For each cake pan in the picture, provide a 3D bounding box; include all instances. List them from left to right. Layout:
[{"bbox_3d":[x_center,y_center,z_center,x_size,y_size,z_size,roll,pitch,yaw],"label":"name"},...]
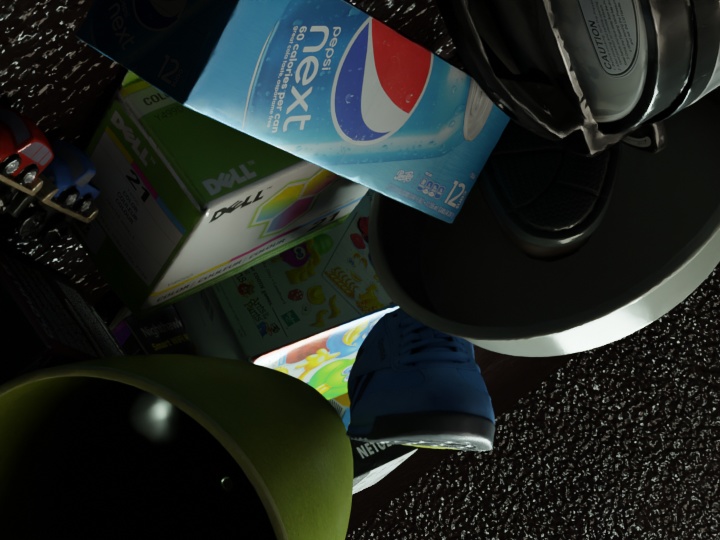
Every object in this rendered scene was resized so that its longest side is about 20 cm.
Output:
[{"bbox_3d":[0.100,-0.039,0.831,0.200,0.200,0.037,-37,132,0],"label":"cake pan"}]

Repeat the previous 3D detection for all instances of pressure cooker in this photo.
[{"bbox_3d":[0.115,-0.153,0.716,0.200,0.176,0.179,-32,169,-17],"label":"pressure cooker"}]

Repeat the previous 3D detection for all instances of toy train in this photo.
[{"bbox_3d":[-0.152,-0.047,0.708,0.046,0.034,0.200,-49,167,0],"label":"toy train"}]

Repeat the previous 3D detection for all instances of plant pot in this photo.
[{"bbox_3d":[-0.080,0.115,0.837,0.187,0.187,0.200,-42,174,22],"label":"plant pot"}]

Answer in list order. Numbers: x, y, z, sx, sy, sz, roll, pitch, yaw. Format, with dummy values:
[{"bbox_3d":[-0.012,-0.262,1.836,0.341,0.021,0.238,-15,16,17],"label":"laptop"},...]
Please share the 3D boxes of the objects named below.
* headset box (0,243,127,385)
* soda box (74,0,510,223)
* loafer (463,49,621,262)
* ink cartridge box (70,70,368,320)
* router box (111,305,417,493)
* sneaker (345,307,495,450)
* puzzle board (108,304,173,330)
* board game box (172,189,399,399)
[{"bbox_3d":[-0.207,0.062,0.848,0.149,0.077,0.200,-37,169,0],"label":"headset box"},{"bbox_3d":[-0.018,-0.081,0.701,0.200,0.068,0.064,19,102,-56],"label":"soda box"},{"bbox_3d":[0.081,-0.087,0.822,0.072,0.200,0.063,-5,151,-3],"label":"loafer"},{"bbox_3d":[-0.038,-0.079,0.795,0.148,0.076,0.200,-27,166,-38],"label":"ink cartridge box"},{"bbox_3d":[-0.065,0.087,1.083,0.051,0.149,0.200,-42,168,27],"label":"router box"},{"bbox_3d":[0.028,0.048,0.855,0.066,0.079,0.200,8,179,-5],"label":"sneaker"},{"bbox_3d":[-0.094,0.019,1.141,0.200,0.017,0.151,-25,163,-41],"label":"puzzle board"},{"bbox_3d":[0.000,0.000,1.009,0.200,0.105,0.103,-20,155,-18],"label":"board game box"}]
